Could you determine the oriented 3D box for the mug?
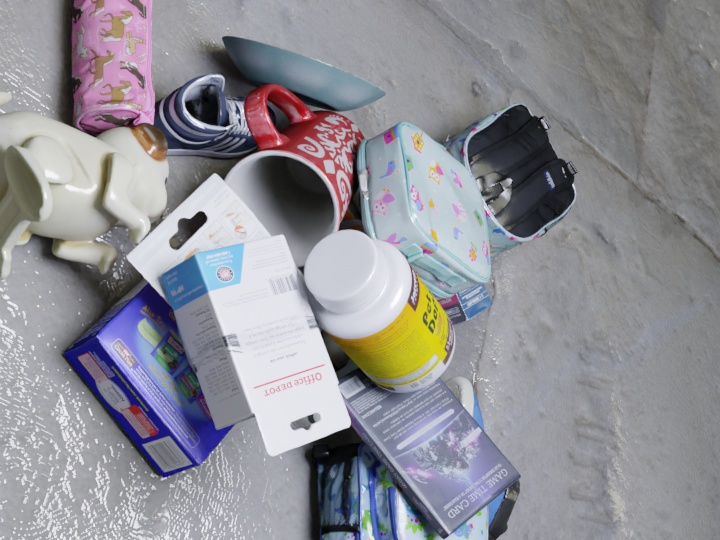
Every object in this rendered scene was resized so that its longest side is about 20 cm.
[{"bbox_3d":[-0.059,-0.120,1.402,0.200,0.133,0.178,-58,160,-63],"label":"mug"}]

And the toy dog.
[{"bbox_3d":[-0.280,-0.086,1.239,0.200,0.140,0.194,-6,52,-45],"label":"toy dog"}]

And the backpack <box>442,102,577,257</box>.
[{"bbox_3d":[0.174,-0.110,1.662,0.178,0.150,0.200,59,37,-6],"label":"backpack"}]

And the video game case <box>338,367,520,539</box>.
[{"bbox_3d":[0.070,0.178,1.364,0.200,0.019,0.143,51,42,12],"label":"video game case"}]

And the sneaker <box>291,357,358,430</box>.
[{"bbox_3d":[0.008,0.129,1.429,0.200,0.080,0.074,-31,108,-31],"label":"sneaker"}]

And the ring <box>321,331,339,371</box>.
[{"bbox_3d":[0.012,0.064,1.485,0.200,0.019,0.201,-2,94,-35],"label":"ring"}]

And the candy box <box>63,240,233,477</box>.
[{"bbox_3d":[-0.178,0.082,1.299,0.169,0.077,0.200,54,46,-13],"label":"candy box"}]

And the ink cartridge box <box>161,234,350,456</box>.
[{"bbox_3d":[-0.099,0.077,1.209,0.116,0.068,0.200,-14,81,-44],"label":"ink cartridge box"}]

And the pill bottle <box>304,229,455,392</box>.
[{"bbox_3d":[0.018,0.040,1.284,0.200,0.109,0.109,51,41,-53],"label":"pill bottle"}]

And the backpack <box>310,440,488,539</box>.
[{"bbox_3d":[0.047,0.294,1.390,0.183,0.147,0.200,15,69,-37],"label":"backpack"}]

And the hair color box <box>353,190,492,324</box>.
[{"bbox_3d":[0.076,-0.026,1.571,0.060,0.100,0.200,-27,94,-45],"label":"hair color box"}]

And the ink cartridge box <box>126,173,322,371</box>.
[{"bbox_3d":[-0.136,0.024,1.280,0.200,0.047,0.160,50,47,-12],"label":"ink cartridge box"}]

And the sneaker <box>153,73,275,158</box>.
[{"bbox_3d":[-0.148,-0.172,1.397,0.200,0.108,0.070,-11,82,-45],"label":"sneaker"}]

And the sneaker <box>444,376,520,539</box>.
[{"bbox_3d":[0.143,0.236,1.553,0.111,0.077,0.200,13,70,-35],"label":"sneaker"}]

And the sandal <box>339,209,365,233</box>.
[{"bbox_3d":[0.006,-0.002,1.522,0.079,0.059,0.207,-23,91,-47],"label":"sandal"}]

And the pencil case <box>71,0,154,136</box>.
[{"bbox_3d":[-0.259,-0.237,1.329,0.083,0.086,0.200,11,67,-35],"label":"pencil case"}]

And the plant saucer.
[{"bbox_3d":[-0.071,-0.219,1.455,0.201,0.201,0.039,18,91,-39],"label":"plant saucer"}]

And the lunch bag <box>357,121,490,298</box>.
[{"bbox_3d":[0.071,-0.063,1.422,0.200,0.077,0.161,33,46,-48],"label":"lunch bag"}]
